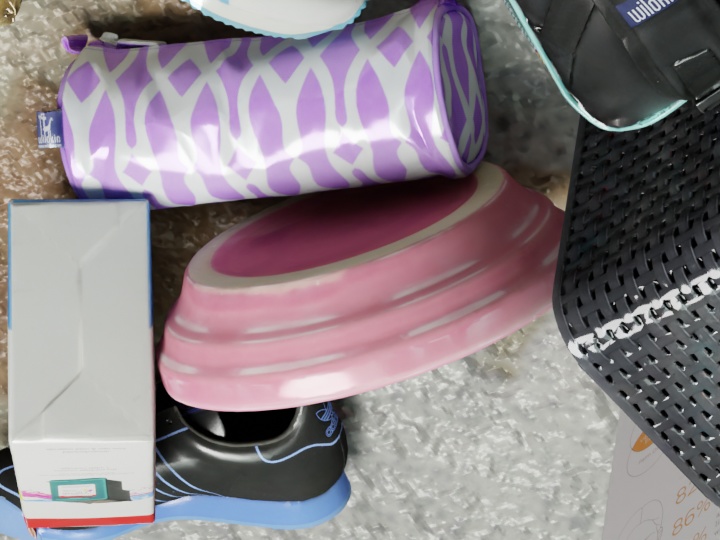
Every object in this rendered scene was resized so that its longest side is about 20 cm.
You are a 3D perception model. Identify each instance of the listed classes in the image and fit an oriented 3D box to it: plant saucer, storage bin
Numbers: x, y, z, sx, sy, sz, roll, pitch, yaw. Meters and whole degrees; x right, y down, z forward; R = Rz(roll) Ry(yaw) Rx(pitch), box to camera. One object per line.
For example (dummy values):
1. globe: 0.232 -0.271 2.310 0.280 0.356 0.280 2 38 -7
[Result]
1. plant saucer: 0.000 0.000 1.272 0.199 0.201 0.051 -12 108 21
2. storage bin: 0.164 -0.016 1.209 0.093 0.201 0.135 -30 119 31

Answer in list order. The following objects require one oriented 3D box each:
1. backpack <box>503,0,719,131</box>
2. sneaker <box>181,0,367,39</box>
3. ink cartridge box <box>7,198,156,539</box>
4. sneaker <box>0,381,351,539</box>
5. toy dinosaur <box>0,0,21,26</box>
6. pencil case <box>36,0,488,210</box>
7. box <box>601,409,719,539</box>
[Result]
1. backpack: 0.111 -0.183 1.108 0.175 0.154 0.200 -26 127 30
2. sneaker: -0.068 -0.174 1.208 0.200 0.077 0.081 36 126 -21
3. ink cartridge box: -0.131 0.052 1.350 0.067 0.117 0.200 -1 162 -4
4. sneaker: -0.105 0.089 1.453 0.198 0.070 0.078 -4 125 8
5. toy dinosaur: -0.170 -0.163 1.234 0.101 0.059 0.200 23 161 -6
6. pencil case: -0.041 -0.075 1.288 0.199 0.084 0.086 -4 85 15
7. box: 0.197 0.109 1.311 0.106 0.201 0.152 34 129 -16
